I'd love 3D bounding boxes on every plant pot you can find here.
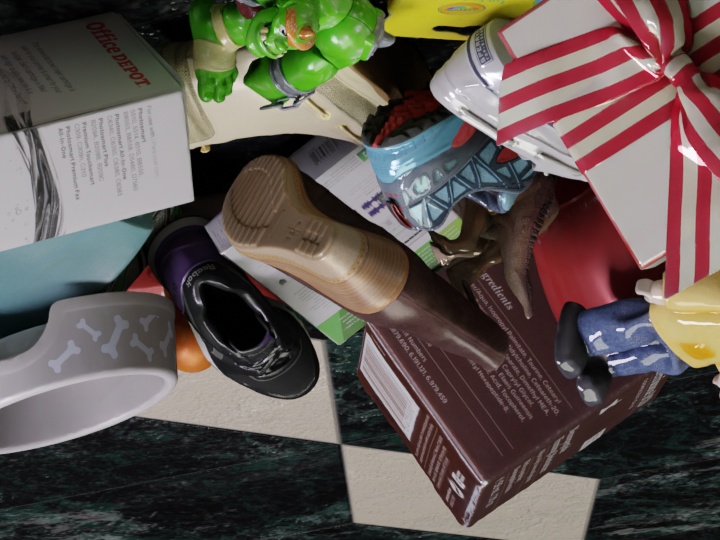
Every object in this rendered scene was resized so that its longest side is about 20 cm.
[{"bbox_3d":[-0.250,-0.044,1.648,0.200,0.142,0.141,-25,152,36],"label":"plant pot"}]

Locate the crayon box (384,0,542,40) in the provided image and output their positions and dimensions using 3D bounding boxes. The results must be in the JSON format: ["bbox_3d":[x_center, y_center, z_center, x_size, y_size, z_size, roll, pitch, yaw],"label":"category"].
[{"bbox_3d":[0.092,-0.198,1.382,0.127,0.051,0.200,3,159,-18],"label":"crayon box"}]

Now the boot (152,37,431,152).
[{"bbox_3d":[-0.041,-0.112,1.571,0.155,0.073,0.200,-12,157,22],"label":"boot"}]

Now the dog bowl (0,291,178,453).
[{"bbox_3d":[-0.225,0.079,1.702,0.200,0.059,0.200,-17,166,-4],"label":"dog bowl"}]

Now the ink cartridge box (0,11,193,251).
[{"bbox_3d":[-0.219,-0.081,1.437,0.200,0.146,0.085,-14,120,-18],"label":"ink cartridge box"}]

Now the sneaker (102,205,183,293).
[{"bbox_3d":[-0.198,-0.006,1.739,0.078,0.085,0.200,33,122,6],"label":"sneaker"}]

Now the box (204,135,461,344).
[{"bbox_3d":[-0.010,-0.030,1.749,0.144,0.036,0.200,-38,146,7],"label":"box"}]

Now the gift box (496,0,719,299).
[{"bbox_3d":[0.194,-0.099,1.347,0.200,0.185,0.187,-38,171,17],"label":"gift box"}]

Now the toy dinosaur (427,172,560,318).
[{"bbox_3d":[0.106,-0.055,1.638,0.135,0.200,0.086,-27,124,0],"label":"toy dinosaur"}]

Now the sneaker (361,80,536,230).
[{"bbox_3d":[0.086,-0.089,1.536,0.200,0.096,0.079,-27,-153,-28],"label":"sneaker"}]

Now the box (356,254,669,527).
[{"bbox_3d":[0.123,0.073,1.864,0.200,0.164,0.166,-33,166,-11],"label":"box"}]

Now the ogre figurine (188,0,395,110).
[{"bbox_3d":[-0.065,-0.169,1.381,0.120,0.098,0.200,-8,125,33],"label":"ogre figurine"}]

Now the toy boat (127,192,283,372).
[{"bbox_3d":[-0.131,0.017,1.834,0.199,0.131,0.131,-5,161,5],"label":"toy boat"}]

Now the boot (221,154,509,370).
[{"bbox_3d":[0.000,0.000,1.606,0.166,0.072,0.200,33,-178,-31],"label":"boot"}]

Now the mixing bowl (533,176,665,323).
[{"bbox_3d":[0.199,-0.039,1.697,0.200,0.200,0.108,-24,112,46],"label":"mixing bowl"}]

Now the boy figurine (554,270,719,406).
[{"bbox_3d":[0.237,0.044,1.567,0.200,0.065,0.124,-9,137,30],"label":"boy figurine"}]

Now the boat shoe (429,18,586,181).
[{"bbox_3d":[0.127,-0.094,1.476,0.200,0.074,0.065,31,131,-33],"label":"boat shoe"}]

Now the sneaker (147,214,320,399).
[{"bbox_3d":[-0.087,0.051,1.749,0.076,0.088,0.200,-40,132,2],"label":"sneaker"}]
